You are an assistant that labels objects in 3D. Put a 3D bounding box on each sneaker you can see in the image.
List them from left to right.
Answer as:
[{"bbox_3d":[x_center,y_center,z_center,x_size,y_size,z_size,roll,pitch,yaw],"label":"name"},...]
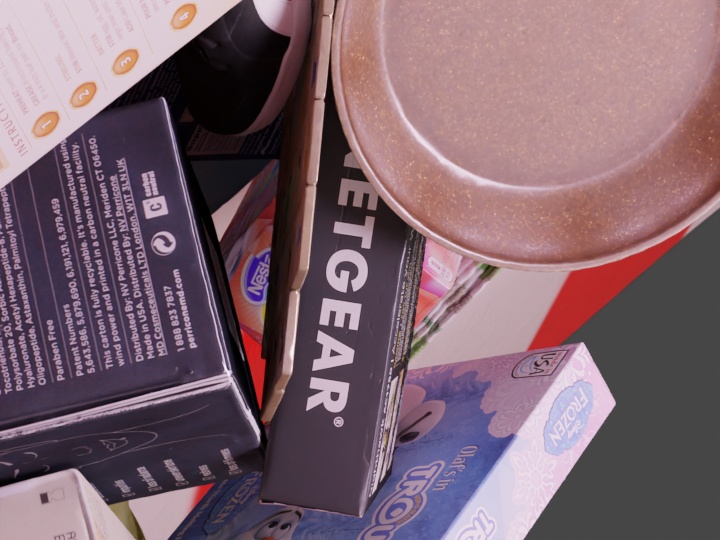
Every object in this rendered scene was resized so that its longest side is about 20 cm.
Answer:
[{"bbox_3d":[-0.078,-0.126,1.029,0.111,0.073,0.201,-23,139,-32],"label":"sneaker"}]

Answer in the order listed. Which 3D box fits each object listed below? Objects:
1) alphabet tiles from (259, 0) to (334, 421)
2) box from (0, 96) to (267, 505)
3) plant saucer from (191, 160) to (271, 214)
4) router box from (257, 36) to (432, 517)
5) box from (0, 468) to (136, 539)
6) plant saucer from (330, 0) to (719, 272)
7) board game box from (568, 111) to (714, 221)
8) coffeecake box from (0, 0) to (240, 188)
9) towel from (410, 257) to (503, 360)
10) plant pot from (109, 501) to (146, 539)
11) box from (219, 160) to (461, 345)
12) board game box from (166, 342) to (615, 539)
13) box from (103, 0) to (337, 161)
[{"bbox_3d":[-0.026,-0.046,1.104,0.006,0.201,0.166,6,166,-5],"label":"alphabet tiles"},{"bbox_3d":[-0.150,0.032,1.118,0.195,0.125,0.200,-15,166,-1],"label":"box"},{"bbox_3d":[-0.089,-0.070,1.324,0.201,0.039,0.201,-40,167,-11],"label":"plant saucer"},{"bbox_3d":[0.000,0.000,1.208,0.149,0.051,0.201,-27,125,-85],"label":"router box"},{"bbox_3d":[-0.136,0.154,1.165,0.094,0.078,0.200,-17,161,2],"label":"box"},{"bbox_3d":[0.082,-0.099,1.107,0.200,0.200,0.037,-42,-154,6],"label":"plant saucer"},{"bbox_3d":[0.150,-0.115,1.204,0.200,0.120,0.032,-37,137,-5],"label":"board game box"},{"bbox_3d":[-0.144,-0.096,0.859,0.200,0.073,0.154,-39,148,-11],"label":"coffeecake box"},{"bbox_3d":[0.054,-0.018,1.494,0.200,0.031,0.150,-47,-169,45],"label":"towel"},{"bbox_3d":[-0.190,0.106,1.329,0.200,0.200,0.185,-34,155,-32],"label":"plant pot"},{"bbox_3d":[-0.004,-0.030,1.433,0.095,0.102,0.200,-48,-172,24],"label":"box"},{"bbox_3d":[-0.003,0.120,1.317,0.198,0.044,0.200,-10,-152,40],"label":"board game box"},{"bbox_3d":[-0.069,-0.103,1.170,0.200,0.032,0.122,-7,128,-58],"label":"box"}]
